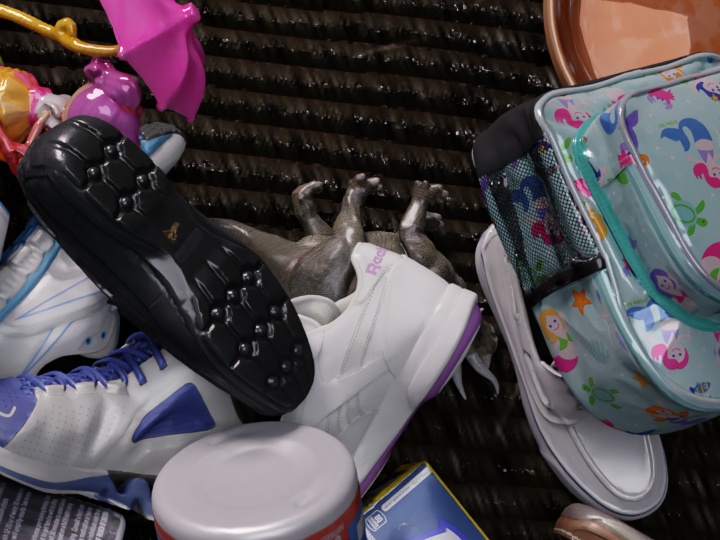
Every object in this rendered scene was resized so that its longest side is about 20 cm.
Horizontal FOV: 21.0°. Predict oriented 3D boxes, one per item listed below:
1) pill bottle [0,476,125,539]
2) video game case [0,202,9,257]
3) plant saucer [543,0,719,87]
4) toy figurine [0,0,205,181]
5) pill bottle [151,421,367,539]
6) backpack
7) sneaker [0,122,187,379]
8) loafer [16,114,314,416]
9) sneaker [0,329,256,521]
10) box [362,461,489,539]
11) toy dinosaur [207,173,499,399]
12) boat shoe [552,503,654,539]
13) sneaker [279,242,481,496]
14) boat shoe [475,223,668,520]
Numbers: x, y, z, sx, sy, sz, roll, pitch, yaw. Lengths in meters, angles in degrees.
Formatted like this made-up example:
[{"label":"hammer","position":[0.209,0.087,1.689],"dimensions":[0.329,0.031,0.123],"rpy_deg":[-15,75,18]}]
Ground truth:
[{"label":"pill bottle","position":[-0.239,0.157,1.072],"dimensions":[0.200,0.106,0.106],"rpy_deg":[17,82,-5]},{"label":"video game case","position":[-0.267,0.055,1.038],"dimensions":[0.143,0.018,0.200],"rpy_deg":[-14,47,19]},{"label":"plant saucer","position":[0.211,-0.159,1.212],"dimensions":[0.200,0.032,0.201],"rpy_deg":[1,84,-8]},{"label":"toy figurine","position":[-0.176,-0.106,1.069],"dimensions":[0.184,0.150,0.200],"rpy_deg":[13,104,15]},{"label":"pill bottle","position":[-0.045,0.194,1.062],"dimensions":[0.112,0.112,0.200],"rpy_deg":[-14,118,-10]},{"label":"backpack","position":[0.178,-0.015,1.084],"dimensions":[0.177,0.150,0.200],"rpy_deg":[-16,87,-35]},{"label":"sneaker","position":[-0.162,0.002,1.128],"dimensions":[0.087,0.075,0.200],"rpy_deg":[44,82,-16]},{"label":"loafer","position":[-0.104,0.001,1.044],"dimensions":[0.201,0.070,0.068],"rpy_deg":[47,56,-14]},{"label":"sneaker","position":[-0.140,0.072,1.089],"dimensions":[0.199,0.081,0.115],"rpy_deg":[21,86,-30]},{"label":"box","position":[0.070,0.207,1.130],"dimensions":[0.064,0.070,0.200],"rpy_deg":[-39,91,-13]},{"label":"toy dinosaur","position":[0.000,0.000,1.141],"dimensions":[0.200,0.077,0.103],"rpy_deg":[14,70,-11]},{"label":"boat shoe","position":[0.186,0.220,1.146],"dimensions":[0.200,0.076,0.072],"rpy_deg":[43,82,0]},{"label":"sneaker","position":[-0.016,0.070,1.109],"dimensions":[0.100,0.075,0.200],"rpy_deg":[34,110,-1]},{"label":"boat shoe","position":[0.128,0.059,1.157],"dimensions":[0.073,0.065,0.200],"rpy_deg":[-30,89,-11]}]
